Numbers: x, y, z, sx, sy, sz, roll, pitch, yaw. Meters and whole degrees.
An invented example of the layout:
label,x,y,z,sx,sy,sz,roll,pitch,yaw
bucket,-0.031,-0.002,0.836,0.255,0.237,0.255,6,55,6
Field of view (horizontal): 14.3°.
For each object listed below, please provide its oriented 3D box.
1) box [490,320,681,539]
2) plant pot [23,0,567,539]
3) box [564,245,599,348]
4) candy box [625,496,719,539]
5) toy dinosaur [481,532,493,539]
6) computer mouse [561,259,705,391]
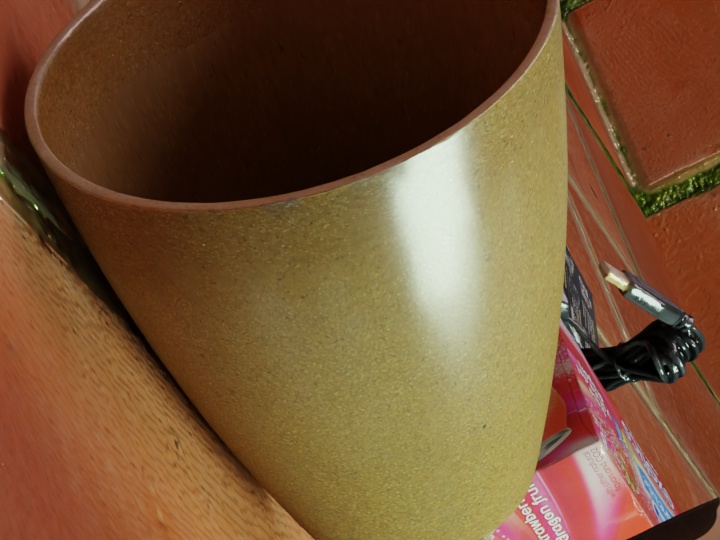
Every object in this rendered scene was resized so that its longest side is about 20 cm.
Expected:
label,x,y,z,sx,sy,sz,roll,pitch,yaw
box,0.098,0.131,1.348,0.200,0.099,0.096,56,12,-38
plant pot,0.000,0.000,1.019,0.187,0.185,0.201,-103,176,-55
box,0.107,-0.011,1.930,0.161,0.043,0.200,61,10,-15
candy box,0.026,0.136,0.662,0.072,0.199,0.168,66,11,20
toy dinosaur,0.038,0.132,1.221,0.200,0.058,0.102,17,62,-66
computer mouse,0.078,0.011,1.463,0.200,0.046,0.140,37,-23,-19
